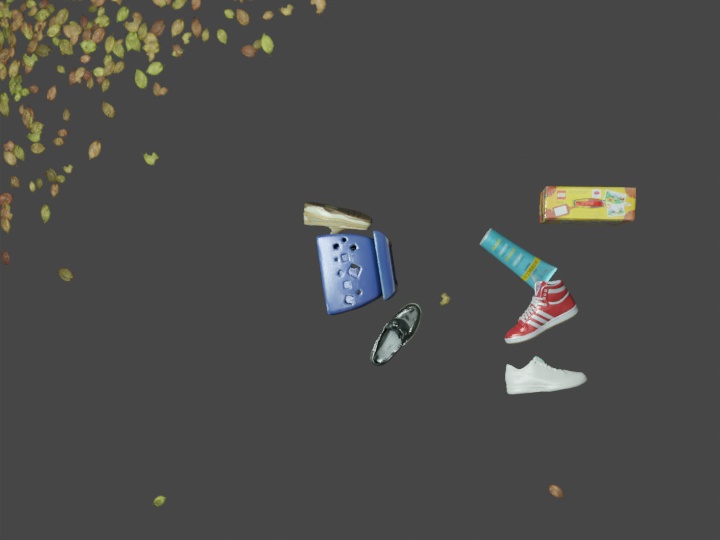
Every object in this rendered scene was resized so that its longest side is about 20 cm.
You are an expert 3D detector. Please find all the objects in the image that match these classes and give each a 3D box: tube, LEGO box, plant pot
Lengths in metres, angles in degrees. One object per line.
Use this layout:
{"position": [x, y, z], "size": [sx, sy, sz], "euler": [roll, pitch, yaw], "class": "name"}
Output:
{"position": [0.401, -0.030, 1.478], "size": [0.199, 0.050, 0.078], "euler": [35, 106, 3], "class": "tube"}
{"position": [0.541, -0.155, 1.391], "size": [0.196, 0.149, 0.079], "euler": [2, 91, 11], "class": "LEGO box"}
{"position": [0.000, 0.000, 1.486], "size": [0.176, 0.200, 0.204], "euler": [-9, 88, 5], "class": "plant pot"}

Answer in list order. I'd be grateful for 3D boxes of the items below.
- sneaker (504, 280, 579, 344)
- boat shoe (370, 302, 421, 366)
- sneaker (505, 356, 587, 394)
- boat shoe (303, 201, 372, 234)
{"position": [0.437, 0.098, 1.445], "size": [0.198, 0.071, 0.114], "euler": [-28, 98, 3], "class": "sneaker"}
{"position": [0.091, 0.173, 1.528], "size": [0.074, 0.066, 0.200], "euler": [43, 98, 9], "class": "boat shoe"}
{"position": [0.466, 0.260, 1.452], "size": [0.196, 0.075, 0.090], "euler": [-8, 77, 13], "class": "sneaker"}
{"position": [-0.063, -0.131, 1.568], "size": [0.197, 0.072, 0.078], "euler": [15, 108, 19], "class": "boat shoe"}
